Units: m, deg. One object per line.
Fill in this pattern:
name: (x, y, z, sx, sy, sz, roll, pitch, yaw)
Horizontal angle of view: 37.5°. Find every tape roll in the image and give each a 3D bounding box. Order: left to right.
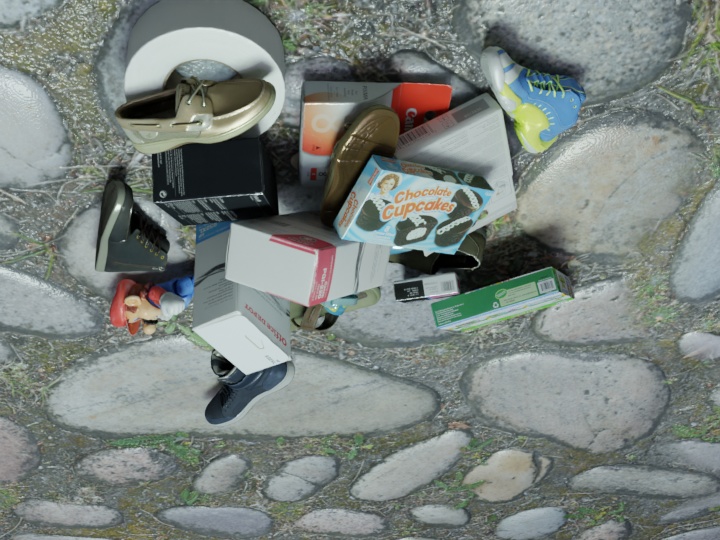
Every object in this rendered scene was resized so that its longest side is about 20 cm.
tape roll: (-0.194, -0.246, 1.326, 0.201, 0.071, 0.203, -3, 142, -2)

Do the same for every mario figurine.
mario figurine: (-0.301, 0.058, 1.676, 0.199, 0.106, 0.124, -17, 142, 13)

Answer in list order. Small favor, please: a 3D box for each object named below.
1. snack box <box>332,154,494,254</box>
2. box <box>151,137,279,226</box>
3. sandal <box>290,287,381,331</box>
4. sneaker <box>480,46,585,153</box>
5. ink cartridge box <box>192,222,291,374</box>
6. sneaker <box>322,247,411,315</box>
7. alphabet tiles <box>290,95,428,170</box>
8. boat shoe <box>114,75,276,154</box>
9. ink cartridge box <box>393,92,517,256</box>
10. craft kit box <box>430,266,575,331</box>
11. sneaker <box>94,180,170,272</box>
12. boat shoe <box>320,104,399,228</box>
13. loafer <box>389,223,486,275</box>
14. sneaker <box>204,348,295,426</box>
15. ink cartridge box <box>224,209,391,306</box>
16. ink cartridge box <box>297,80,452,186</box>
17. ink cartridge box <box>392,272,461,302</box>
snack box: (0.073, -0.085, 1.415, 0.199, 0.037, 0.116, 6, 128, -37)
box: (-0.188, -0.115, 1.416, 0.140, 0.079, 0.200, -3, 174, 1)
sandal: (-0.062, 0.065, 1.743, 0.200, 0.058, 0.080, -18, 140, 17)
sneaker: (0.230, -0.240, 1.385, 0.105, 0.076, 0.200, -29, 144, 10)
ink cartridge box: (-0.174, 0.029, 1.571, 0.083, 0.201, 0.145, -21, 139, 20)
sneaker: (0.000, 0.000, 1.574, 0.199, 0.131, 0.079, -3, -178, 33)
alphabet tiles: (0.010, -0.170, 1.487, 0.195, 0.015, 0.200, -27, 136, 27)
boat shoe: (-0.200, -0.196, 1.277, 0.199, 0.072, 0.065, -12, 143, 18)
ink cartridge box: (0.130, -0.131, 1.473, 0.160, 0.050, 0.200, -27, 141, -6)
craft kit box: (0.231, 0.049, 1.692, 0.199, 0.049, 0.197, -18, 167, 16)
sneaker: (-0.326, -0.063, 1.553, 0.106, 0.075, 0.200, 4, 150, -18)
boat shoe: (-0.009, -0.145, 1.393, 0.073, 0.063, 0.200, 12, 132, -22)
loafer: (0.098, -0.033, 1.624, 0.199, 0.070, 0.075, -3, 142, -2)
sneaker: (-0.235, 0.198, 1.868, 0.202, 0.077, 0.146, -37, 144, 22)
ink cartridge box: (-0.068, -0.022, 1.453, 0.145, 0.200, 0.085, 18, 108, 28)
ink cartridge box: (0.017, -0.178, 1.426, 0.199, 0.050, 0.163, 2, 142, -3)
ink cartridge box: (0.106, 0.028, 1.647, 0.094, 0.037, 0.200, -9, 179, 7)
